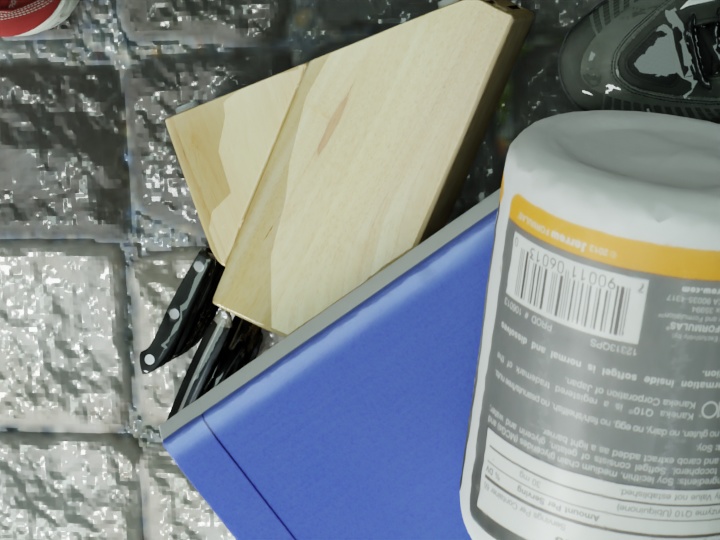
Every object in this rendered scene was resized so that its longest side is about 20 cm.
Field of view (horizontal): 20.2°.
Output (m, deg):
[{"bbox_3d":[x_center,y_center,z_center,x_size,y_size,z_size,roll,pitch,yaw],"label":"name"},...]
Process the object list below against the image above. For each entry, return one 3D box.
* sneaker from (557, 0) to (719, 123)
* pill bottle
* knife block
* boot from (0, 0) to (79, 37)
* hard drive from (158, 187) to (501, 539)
[{"bbox_3d":[0.169,-0.092,0.757,0.198,0.090,0.067,-6,96,14],"label":"sneaker"},{"bbox_3d":[0.097,0.052,0.730,0.115,0.116,0.202,10,111,11],"label":"pill bottle"},{"bbox_3d":[0.000,0.000,0.823,0.199,0.064,0.177,-20,94,14],"label":"knife block"},{"bbox_3d":[-0.174,-0.190,0.793,0.072,0.144,0.202,-14,94,16],"label":"boot"},{"bbox_3d":[0.039,0.056,0.797,0.199,0.025,0.132,-35,114,3],"label":"hard drive"}]
